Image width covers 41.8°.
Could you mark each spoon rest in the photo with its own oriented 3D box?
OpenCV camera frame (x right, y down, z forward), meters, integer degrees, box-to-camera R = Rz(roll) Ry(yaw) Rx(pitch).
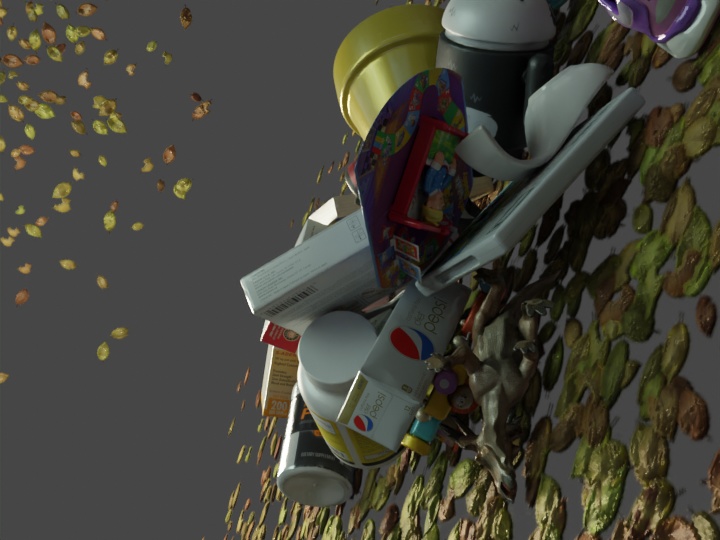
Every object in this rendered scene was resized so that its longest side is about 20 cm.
[{"bbox_3d":[0.166,-0.133,0.857,0.200,0.061,0.099,-35,-2,-39],"label":"spoon rest"}]

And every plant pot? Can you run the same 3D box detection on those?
[{"bbox_3d":[0.074,-0.207,1.229,0.201,0.199,0.190,122,146,-46],"label":"plant pot"}]

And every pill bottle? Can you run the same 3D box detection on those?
[{"bbox_3d":[-0.051,0.215,1.308,0.106,0.105,0.201,122,162,-46],"label":"pill bottle"},{"bbox_3d":[-0.005,0.131,1.037,0.201,0.111,0.113,72,-155,-55],"label":"pill bottle"}]

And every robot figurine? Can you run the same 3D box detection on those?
[{"bbox_3d":[0.141,-0.204,1.001,0.125,0.149,0.202,-45,-36,-55],"label":"robot figurine"}]

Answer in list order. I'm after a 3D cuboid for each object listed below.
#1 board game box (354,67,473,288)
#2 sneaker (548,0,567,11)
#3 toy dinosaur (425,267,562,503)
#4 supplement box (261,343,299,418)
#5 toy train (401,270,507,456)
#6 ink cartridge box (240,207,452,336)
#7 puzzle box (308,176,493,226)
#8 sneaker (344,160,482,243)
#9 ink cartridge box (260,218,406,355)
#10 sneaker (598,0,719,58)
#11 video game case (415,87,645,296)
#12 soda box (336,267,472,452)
[{"bbox_3d":[0.067,-0.075,0.831,0.158,0.039,0.201,-45,-39,-31],"label":"board game box"},{"bbox_3d":[0.208,-0.358,1.104,0.201,0.079,0.130,-65,12,-17],"label":"sneaker"},{"bbox_3d":[0.122,0.086,0.832,0.136,0.085,0.201,78,-149,-47],"label":"toy dinosaur"},{"bbox_3d":[-0.075,0.122,1.427,0.074,0.125,0.202,-118,36,-74],"label":"supplement box"},{"bbox_3d":[0.103,0.105,0.945,0.151,0.055,0.201,-57,-9,-48],"label":"toy train"},{"bbox_3d":[0.000,0.000,0.980,0.045,0.199,0.176,65,-169,22],"label":"ink cartridge box"},{"bbox_3d":[0.047,-0.079,1.139,0.133,0.198,0.026,153,106,-73],"label":"puzzle box"},{"bbox_3d":[0.082,-0.084,1.007,0.098,0.200,0.071,-47,38,24],"label":"sneaker"},{"bbox_3d":[0.000,0.047,1.122,0.084,0.198,0.146,-80,14,-48],"label":"ink cartridge box"},{"bbox_3d":[0.233,-0.247,0.802,0.201,0.088,0.081,-95,26,-64],"label":"sneaker"},{"bbox_3d":[0.148,-0.065,0.850,0.200,0.022,0.182,-46,3,-21],"label":"video game case"},{"bbox_3d":[0.046,0.078,0.905,0.068,0.063,0.200,-67,-6,35],"label":"soda box"}]
